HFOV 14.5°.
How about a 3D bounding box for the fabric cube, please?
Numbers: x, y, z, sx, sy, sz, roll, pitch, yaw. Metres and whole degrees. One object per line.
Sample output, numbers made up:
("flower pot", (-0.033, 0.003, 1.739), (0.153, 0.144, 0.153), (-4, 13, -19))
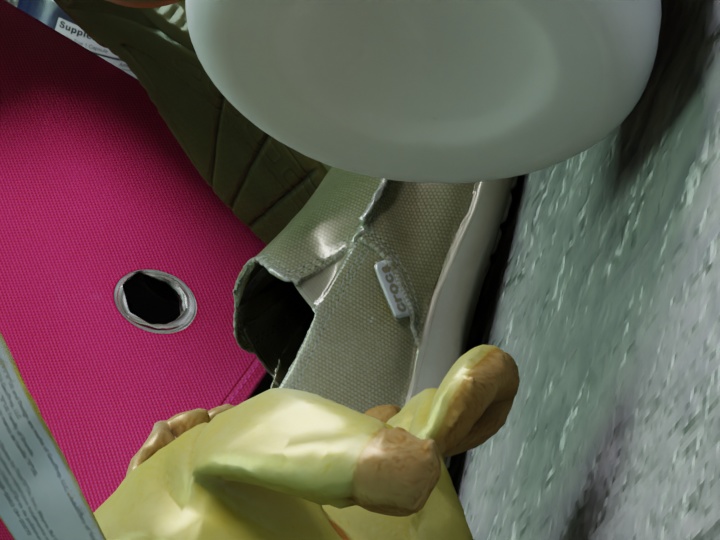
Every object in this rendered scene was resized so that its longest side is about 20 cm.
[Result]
("fabric cube", (-0.143, 0.044, 1.009), (0.196, 0.199, 0.200), (-54, -7, -45))

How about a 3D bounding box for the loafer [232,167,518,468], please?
("loafer", (0.000, 0.000, 0.823), (0.076, 0.068, 0.200), (126, 157, -63))

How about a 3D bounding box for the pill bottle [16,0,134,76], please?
("pill bottle", (-0.174, -0.150, 1.852), (0.111, 0.111, 0.200), (-100, 27, -67))

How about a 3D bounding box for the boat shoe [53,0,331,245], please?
("boat shoe", (-0.041, -0.080, 0.926), (0.066, 0.201, 0.072), (-38, -9, -28))

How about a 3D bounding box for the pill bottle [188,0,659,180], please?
("pill bottle", (0.025, -0.132, 0.716), (0.112, 0.112, 0.200), (120, 161, -55))

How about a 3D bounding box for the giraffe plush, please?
("giraffe plush", (-0.020, 0.094, 0.609), (0.162, 0.172, 0.200), (-29, -73, -72))

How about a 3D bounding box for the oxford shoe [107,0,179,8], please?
("oxford shoe", (-0.049, -0.173, 0.771), (0.073, 0.071, 0.200), (-136, 47, -86))
